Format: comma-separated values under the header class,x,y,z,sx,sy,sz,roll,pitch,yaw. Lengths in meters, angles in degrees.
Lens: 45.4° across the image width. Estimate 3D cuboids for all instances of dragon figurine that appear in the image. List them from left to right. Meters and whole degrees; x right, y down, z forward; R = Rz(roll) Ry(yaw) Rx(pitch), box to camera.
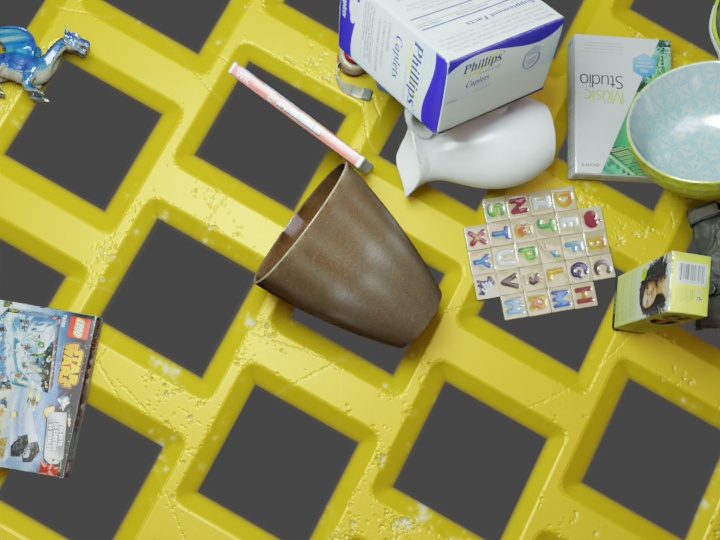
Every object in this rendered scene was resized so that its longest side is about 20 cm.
class,x,y,z,sx,sy,sz,roll,pitch,yaw
dragon figurine,-0.455,-0.282,1.134,0.196,0.059,0.101,7,80,-4

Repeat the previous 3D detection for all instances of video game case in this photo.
class,x,y,z,sx,sy,sz,roll,pitch,yaw
video game case,-0.071,-0.192,1.107,0.199,0.143,0.018,36,96,2

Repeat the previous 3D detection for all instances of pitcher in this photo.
class,x,y,z,sx,sy,sz,roll,pitch,yaw
pitcher,0.149,-0.177,1.108,0.196,0.172,0.123,-9,61,-4

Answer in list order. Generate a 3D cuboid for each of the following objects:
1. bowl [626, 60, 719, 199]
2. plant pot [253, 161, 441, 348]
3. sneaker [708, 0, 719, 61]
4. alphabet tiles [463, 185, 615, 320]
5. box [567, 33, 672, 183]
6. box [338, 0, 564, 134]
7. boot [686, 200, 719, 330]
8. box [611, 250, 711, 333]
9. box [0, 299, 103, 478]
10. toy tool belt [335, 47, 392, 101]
class,x,y,z,sx,sy,sz,roll,pitch,yaw
bowl,0.451,-0.162,1.119,0.197,0.108,0.203,-10,56,15
plant pot,0.000,0.000,1.078,0.199,0.187,0.188,38,80,-12
sneaker,0.540,-0.312,1.203,0.073,0.081,0.204,0,81,-5
alphabet tiles,0.244,-0.025,1.173,0.196,0.006,0.169,-9,81,-6
box,0.361,-0.225,1.199,0.142,0.036,0.204,2,83,-4
box,0.102,-0.282,1.021,0.182,0.106,0.200,-26,56,-26
boot,0.510,-0.012,1.108,0.068,0.199,0.177,2,76,-31
box,0.371,0.031,1.075,0.049,0.200,0.077,8,79,0
box,-0.412,0.146,1.079,0.135,0.040,0.203,10,80,-2
toy tool belt,0.066,-0.279,1.141,0.197,0.123,0.127,18,80,-1
